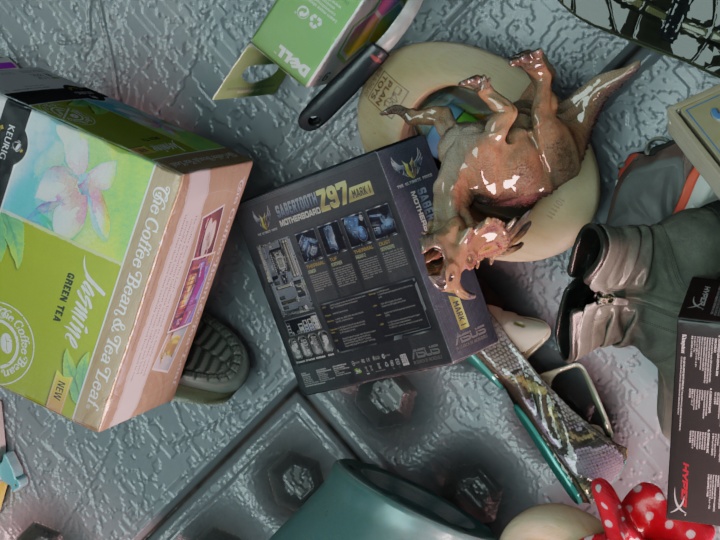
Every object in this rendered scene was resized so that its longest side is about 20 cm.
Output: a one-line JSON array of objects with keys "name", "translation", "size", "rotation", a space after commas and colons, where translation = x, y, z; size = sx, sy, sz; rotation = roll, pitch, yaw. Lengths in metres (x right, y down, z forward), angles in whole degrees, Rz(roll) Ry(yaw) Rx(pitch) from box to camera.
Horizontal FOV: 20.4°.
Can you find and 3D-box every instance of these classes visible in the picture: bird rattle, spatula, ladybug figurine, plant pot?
[{"name": "bird rattle", "translation": [0.159, 0.230, 1.417], "size": [0.163, 0.113, 0.200], "rotation": [18, 129, 39]}, {"name": "spatula", "translation": [0.023, -0.170, 1.402], "size": [0.200, 0.056, 0.021], "rotation": [-47, 35, 16]}, {"name": "ladybug figurine", "translation": [0.087, -0.089, 1.436], "size": [0.200, 0.072, 0.136], "rotation": [38, 110, 13]}, {"name": "plant pot", "translation": [0.004, 0.250, 1.474], "size": [0.200, 0.200, 0.188], "rotation": [28, 93, 16]}]

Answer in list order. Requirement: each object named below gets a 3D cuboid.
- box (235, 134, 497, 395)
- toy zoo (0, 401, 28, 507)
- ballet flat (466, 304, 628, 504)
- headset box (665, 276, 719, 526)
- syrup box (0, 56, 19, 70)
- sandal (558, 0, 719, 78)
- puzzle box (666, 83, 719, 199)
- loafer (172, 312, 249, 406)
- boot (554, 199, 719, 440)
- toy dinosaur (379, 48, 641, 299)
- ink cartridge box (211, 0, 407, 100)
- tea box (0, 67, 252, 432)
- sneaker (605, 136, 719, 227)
[{"name": "box", "translation": [0.000, 0.000, 1.452], "size": [0.200, 0.051, 0.158], "rotation": [-18, 94, 54]}, {"name": "toy zoo", "translation": [-0.373, 0.160, 1.700], "size": [0.199, 0.020, 0.132], "rotation": [12, 104, 21]}, {"name": "ballet flat", "translation": [0.124, 0.076, 1.462], "size": [0.072, 0.072, 0.200], "rotation": [-42, 82, 23]}, {"name": "headset box", "translation": [0.303, 0.094, 1.286], "size": [0.199, 0.075, 0.149], "rotation": [5, 114, 16]}, {"name": "syrup box", "translation": [-0.254, -0.074, 1.577], "size": [0.200, 0.081, 0.079], "rotation": [46, 110, 10]}, {"name": "sandal", "translation": [0.207, -0.189, 1.382], "size": [0.201, 0.057, 0.080], "rotation": [32, 104, -1]}, {"name": "puzzle box", "translation": [0.302, -0.061, 1.289], "size": [0.133, 0.025, 0.200], "rotation": [-25, 52, -8]}, {"name": "loafer", "translation": [-0.179, 0.069, 1.586], "size": [0.199, 0.075, 0.070], "rotation": [14, 136, 19]}, {"name": "boot", "translation": [0.188, 0.042, 1.364], "size": [0.068, 0.130, 0.200], "rotation": [-128, 33, -50]}, {"name": "toy dinosaur", "translation": [0.103, -0.071, 1.343], "size": [0.200, 0.086, 0.136], "rotation": [-24, 97, -16]}, {"name": "ink cartridge box", "translation": [-0.014, -0.188, 1.445], "size": [0.059, 0.104, 0.200], "rotation": [40, 111, 13]}, {"name": "tea box", "translation": [-0.213, -0.020, 1.455], "size": [0.196, 0.134, 0.201], "rotation": [22, 104, 15]}, {"name": "sneaker", "translation": [0.207, -0.040, 1.409], "size": [0.200, 0.077, 0.082], "rotation": [-49, 53, 21]}]
